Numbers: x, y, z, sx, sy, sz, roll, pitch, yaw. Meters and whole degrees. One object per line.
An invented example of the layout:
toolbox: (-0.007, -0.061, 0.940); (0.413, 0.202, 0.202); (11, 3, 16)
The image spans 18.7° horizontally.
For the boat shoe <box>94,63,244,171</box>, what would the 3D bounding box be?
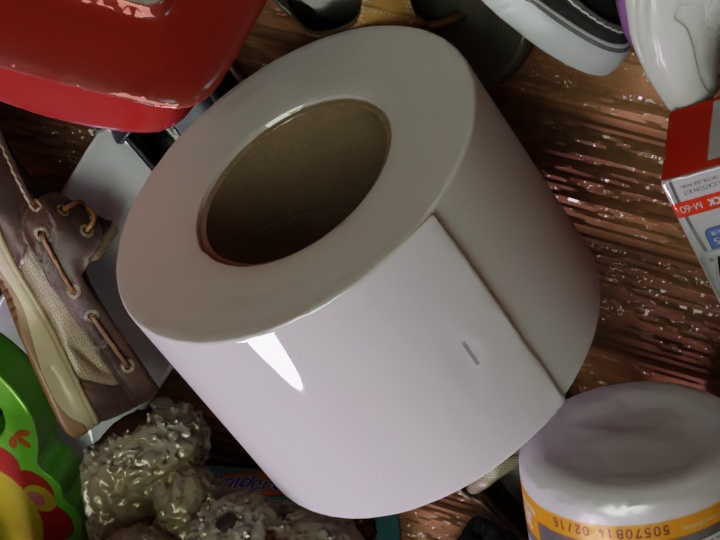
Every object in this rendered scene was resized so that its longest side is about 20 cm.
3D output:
boat shoe: (-0.110, -0.101, 1.163); (0.074, 0.062, 0.200); (-38, 96, 31)

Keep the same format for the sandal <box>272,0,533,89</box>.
sandal: (-0.007, -0.149, 1.107); (0.199, 0.055, 0.082); (32, 120, 3)

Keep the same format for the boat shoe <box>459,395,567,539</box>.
boat shoe: (0.075, 0.086, 1.176); (0.200, 0.072, 0.076); (46, 120, -5)

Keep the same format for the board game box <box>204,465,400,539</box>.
board game box: (-0.047, 0.215, 1.295); (0.151, 0.045, 0.202); (3, 114, 19)

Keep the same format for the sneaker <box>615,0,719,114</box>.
sneaker: (0.171, -0.166, 1.024); (0.099, 0.075, 0.202); (6, 116, 18)

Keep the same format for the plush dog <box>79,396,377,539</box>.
plush dog: (-0.074, 0.175, 1.171); (0.170, 0.200, 0.161); (-9, 120, 28)

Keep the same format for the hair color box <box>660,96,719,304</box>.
hair color box: (0.234, 0.002, 1.059); (0.110, 0.064, 0.201); (-16, 124, 25)

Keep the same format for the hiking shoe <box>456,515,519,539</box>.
hiking shoe: (0.084, 0.191, 1.179); (0.100, 0.200, 0.076); (27, 75, 2)

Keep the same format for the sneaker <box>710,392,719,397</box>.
sneaker: (0.248, 0.139, 1.147); (0.111, 0.078, 0.201); (-26, 99, 13)

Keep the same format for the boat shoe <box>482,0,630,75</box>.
boat shoe: (0.069, -0.184, 1.062); (0.200, 0.070, 0.066); (48, 122, 3)

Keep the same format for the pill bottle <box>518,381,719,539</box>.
pill bottle: (0.145, 0.167, 1.085); (0.115, 0.117, 0.202); (0, 116, 19)

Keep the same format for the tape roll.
tape roll: (0.000, 0.000, 1.069); (0.201, 0.204, 0.139); (-17, 131, 25)

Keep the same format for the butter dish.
butter dish: (-0.127, -0.141, 1.064); (0.198, 0.201, 0.148); (16, 148, 10)

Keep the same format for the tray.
tray: (-0.145, 0.018, 1.253); (0.107, 0.022, 0.201); (36, 120, 2)

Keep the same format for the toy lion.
toy lion: (-0.235, 0.108, 1.292); (0.191, 0.069, 0.201); (30, 134, -1)

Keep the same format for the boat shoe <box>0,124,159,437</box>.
boat shoe: (-0.167, -0.012, 1.205); (0.071, 0.072, 0.202); (-22, 95, -4)
